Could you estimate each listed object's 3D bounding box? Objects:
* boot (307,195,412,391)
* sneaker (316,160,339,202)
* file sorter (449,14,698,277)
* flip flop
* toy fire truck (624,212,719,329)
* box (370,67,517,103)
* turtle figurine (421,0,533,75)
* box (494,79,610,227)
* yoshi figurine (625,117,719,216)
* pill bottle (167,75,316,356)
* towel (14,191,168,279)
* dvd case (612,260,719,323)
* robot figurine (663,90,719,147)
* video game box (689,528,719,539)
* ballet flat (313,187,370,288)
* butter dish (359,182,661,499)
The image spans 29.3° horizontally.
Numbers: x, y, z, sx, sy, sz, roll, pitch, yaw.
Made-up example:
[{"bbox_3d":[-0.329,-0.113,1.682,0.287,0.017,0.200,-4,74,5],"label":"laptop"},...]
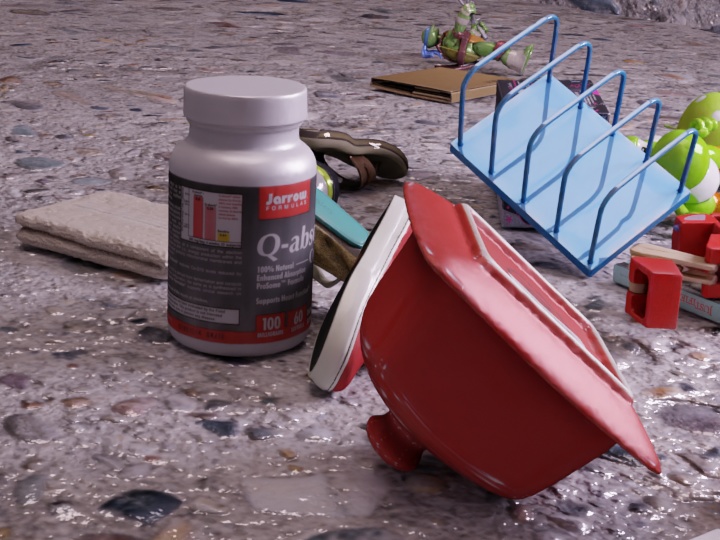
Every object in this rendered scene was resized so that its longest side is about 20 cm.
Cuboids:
[{"bbox_3d":[0.050,0.041,1.048,0.144,0.072,0.200,33,44,-2],"label":"boot"},{"bbox_3d":[-0.113,-0.103,1.477,0.199,0.072,0.083,16,23,36],"label":"sneaker"},{"bbox_3d":[0.203,-0.127,1.314,0.139,0.123,0.200,-36,63,-19],"label":"file sorter"},{"bbox_3d":[-0.017,-0.122,1.563,0.081,0.058,0.200,1,-5,30],"label":"flip flop"},{"bbox_3d":[0.288,-0.005,1.199,0.140,0.049,0.200,1,18,-3],"label":"toy fire truck"},{"bbox_3d":[0.139,-0.307,2.262,0.163,0.021,0.200,16,21,35],"label":"box"},{"bbox_3d":[0.218,-0.433,2.436,0.193,0.144,0.201,23,63,5],"label":"turtle figurine"},{"bbox_3d":[0.205,-0.131,1.520,0.114,0.133,0.200,2,18,4],"label":"box"},{"bbox_3d":[0.350,-0.102,1.446,0.199,0.112,0.113,8,45,-45],"label":"yoshi figurine"},{"bbox_3d":[-0.092,-0.044,1.069,0.115,0.201,0.116,3,17,-1],"label":"pill bottle"},{"bbox_3d":[-0.215,-0.033,1.300,0.199,0.035,0.132,15,22,30],"label":"towel"},{"bbox_3d":[0.357,0.008,1.283,0.199,0.022,0.146,-10,21,-32],"label":"dvd case"},{"bbox_3d":[0.477,-0.162,1.692,0.199,0.116,0.176,-2,30,-16],"label":"robot figurine"},{"bbox_3d":[0.178,0.194,0.614,0.182,0.047,0.200,-13,23,-36],"label":"video game box"},{"bbox_3d":[0.000,0.000,1.149,0.200,0.071,0.071,36,22,3],"label":"ballet flat"},{"bbox_3d":[0.065,0.066,0.862,0.200,0.148,0.200,43,10,-13],"label":"butter dish"}]
